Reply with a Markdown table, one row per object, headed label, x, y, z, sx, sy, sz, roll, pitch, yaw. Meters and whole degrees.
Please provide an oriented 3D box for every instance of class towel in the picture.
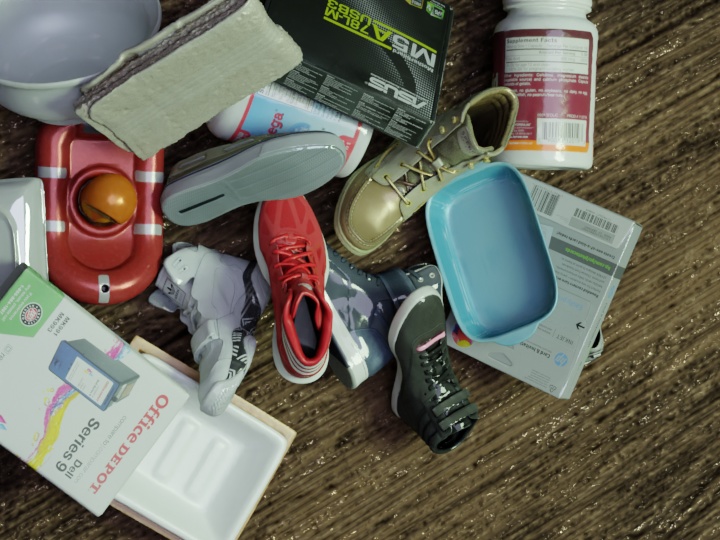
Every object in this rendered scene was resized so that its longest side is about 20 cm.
| label | x | y | z | sx | sy | sz | roll | pitch | yaw |
| --- | --- | --- | --- | --- | --- | --- | --- | --- | --- |
| towel | -0.159 | -0.180 | 1.461 | 0.199 | 0.132 | 0.035 | -29 | 66 | 10 |

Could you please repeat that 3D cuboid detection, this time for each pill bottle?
| label | x | y | z | sx | sy | sz | roll | pitch | yaw |
| --- | --- | --- | --- | --- | --- | --- | --- | --- | --- |
| pill bottle | 0.197 | -0.211 | 1.691 | 0.113 | 0.114 | 0.202 | 2 | 91 | -17 |
| pill bottle | -0.089 | -0.174 | 1.605 | 0.198 | 0.109 | 0.110 | 17 | 87 | -17 |

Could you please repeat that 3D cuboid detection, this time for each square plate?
| label | x | y | z | sx | sy | sz | roll | pitch | yaw |
| --- | --- | --- | --- | --- | --- | --- | --- | --- | --- |
| square plate | -0.401 | 0.015 | 1.526 | 0.198 | 0.028 | 0.201 | -3 | 94 | 2 |

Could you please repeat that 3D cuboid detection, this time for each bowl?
| label | x | y | z | sx | sy | sz | roll | pitch | yaw |
| --- | --- | --- | --- | --- | --- | --- | --- | --- | --- |
| bowl | -0.285 | -0.205 | 1.525 | 0.199 | 0.202 | 0.091 | -19 | 135 | -16 |

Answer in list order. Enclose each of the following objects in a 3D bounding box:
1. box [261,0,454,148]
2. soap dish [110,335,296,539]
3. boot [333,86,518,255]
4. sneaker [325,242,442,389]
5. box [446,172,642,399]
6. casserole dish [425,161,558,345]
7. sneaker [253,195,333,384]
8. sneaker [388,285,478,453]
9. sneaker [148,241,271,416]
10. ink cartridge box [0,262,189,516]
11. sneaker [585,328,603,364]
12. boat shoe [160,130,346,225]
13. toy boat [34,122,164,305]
| label | x | y | z | sx | sy | sz | roll | pitch | yaw |
| --- | --- | --- | --- | --- | --- | --- | --- | --- | --- |
| box | -0.008 | -0.238 | 1.597 | 0.198 | 0.048 | 0.194 | 25 | 42 | -11 |
| soap dish | -0.188 | 0.182 | 1.602 | 0.199 | 0.081 | 0.158 | 33 | 82 | -16 |
| boot | 0.068 | -0.105 | 1.605 | 0.072 | 0.154 | 0.200 | 50 | 56 | -13 |
| sneaker | 0.000 | 0.001 | 1.658 | 0.145 | 0.077 | 0.204 | -30 | 97 | -18 |
| box | 0.190 | 0.014 | 1.674 | 0.155 | 0.041 | 0.202 | 24 | 94 | 25 |
| casserole dish | 0.142 | -0.018 | 1.657 | 0.120 | 0.039 | 0.202 | -22 | 76 | 22 |
| sneaker | -0.055 | 0.002 | 1.536 | 0.077 | 0.116 | 0.202 | -9 | 80 | -14 |
| sneaker | 0.082 | 0.107 | 1.622 | 0.070 | 0.099 | 0.201 | -27 | 141 | -25 |
| sneaker | -0.160 | 0.053 | 1.578 | 0.114 | 0.075 | 0.201 | 22 | 45 | -8 |
| ink cartridge box | -0.283 | 0.112 | 1.485 | 0.200 | 0.087 | 0.146 | 40 | 82 | -15 |
| sneaker | 0.224 | 0.007 | 1.721 | 0.074 | 0.082 | 0.202 | -25 | 93 | -15 |
| boat shoe | -0.109 | -0.105 | 1.554 | 0.198 | 0.063 | 0.072 | -16 | 140 | 14 |
| toy boat | -0.252 | -0.066 | 1.546 | 0.129 | 0.131 | 0.203 | 0 | 92 | -17 |
